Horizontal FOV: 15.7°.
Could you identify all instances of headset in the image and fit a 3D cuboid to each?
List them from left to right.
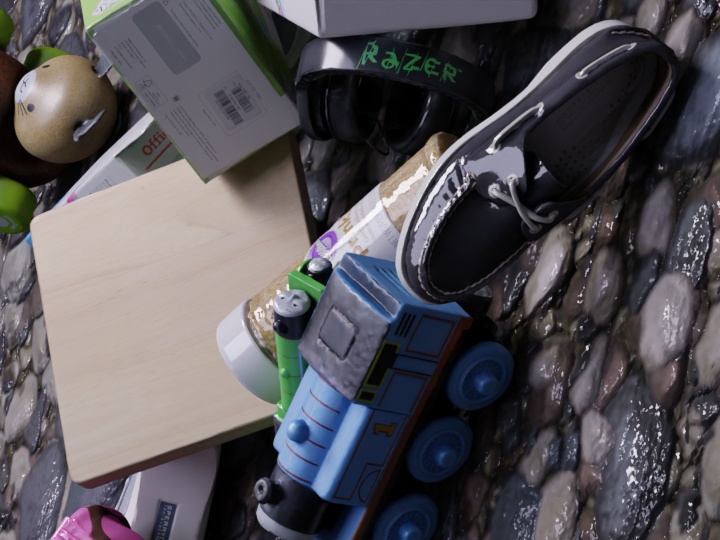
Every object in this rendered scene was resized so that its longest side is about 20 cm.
[{"bbox_3d":[0.018,-0.120,1.665,0.200,0.123,0.094,130,152,-75],"label":"headset"}]

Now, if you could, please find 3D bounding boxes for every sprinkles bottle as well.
[{"bbox_3d":[0.000,0.000,1.624,0.200,0.068,0.068,-41,38,22],"label":"sprinkles bottle"}]

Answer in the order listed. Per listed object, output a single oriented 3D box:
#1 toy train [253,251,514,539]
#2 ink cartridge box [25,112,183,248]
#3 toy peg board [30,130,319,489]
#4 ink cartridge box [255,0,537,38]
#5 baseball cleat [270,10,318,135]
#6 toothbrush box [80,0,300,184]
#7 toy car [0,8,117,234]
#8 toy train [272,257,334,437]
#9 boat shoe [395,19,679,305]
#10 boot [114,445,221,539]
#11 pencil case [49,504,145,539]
[{"bbox_3d":[0.008,0.087,1.548,0.087,0.114,0.200,45,115,48],"label":"toy train"},{"bbox_3d":[-0.158,-0.073,1.965,0.200,0.068,0.115,-37,12,51],"label":"ink cartridge box"},{"bbox_3d":[-0.103,0.035,1.776,0.200,0.098,0.200,-20,65,17],"label":"toy peg board"},{"bbox_3d":[0.010,-0.237,1.644,0.200,0.147,0.145,-141,45,-68],"label":"ink cartridge box"},{"bbox_3d":[-0.048,-0.163,1.880,0.200,0.070,0.107,-44,31,29],"label":"baseball cleat"},{"bbox_3d":[-0.122,-0.177,1.764,0.086,0.146,0.200,-32,32,8],"label":"toothbrush box"},{"bbox_3d":[-0.270,-0.143,2.202,0.200,0.158,0.165,-13,53,47],"label":"toy car"},{"bbox_3d":[-0.027,0.078,1.599,0.042,0.056,0.200,28,140,33],"label":"toy train"},{"bbox_3d":[0.101,-0.057,1.466,0.200,0.074,0.060,-44,23,-5],"label":"boat shoe"},{"bbox_3d":[-0.141,0.183,1.857,0.090,0.073,0.200,-85,16,-73],"label":"boot"},{"bbox_3d":[-0.137,0.233,1.719,0.200,0.094,0.091,37,89,41],"label":"pencil case"}]
